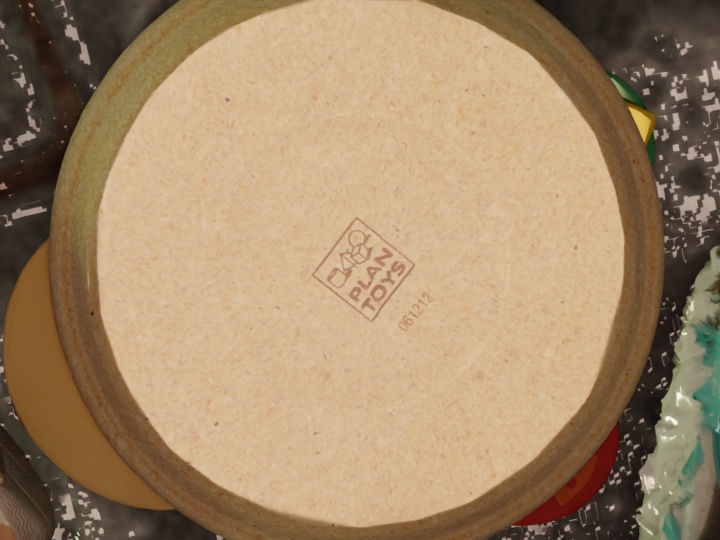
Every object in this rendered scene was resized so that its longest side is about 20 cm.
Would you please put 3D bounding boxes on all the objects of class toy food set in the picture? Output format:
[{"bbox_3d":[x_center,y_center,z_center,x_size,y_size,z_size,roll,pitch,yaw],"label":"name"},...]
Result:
[{"bbox_3d":[0.000,0.000,0.857,0.197,0.049,0.201,22,92,-5],"label":"toy food set"}]

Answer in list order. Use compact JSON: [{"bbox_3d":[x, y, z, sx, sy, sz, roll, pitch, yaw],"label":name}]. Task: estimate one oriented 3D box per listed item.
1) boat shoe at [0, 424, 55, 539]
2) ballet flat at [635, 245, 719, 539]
[{"bbox_3d":[-0.184,0.039,0.842,0.200,0.076,0.072,35,95,4],"label":"boat shoe"},{"bbox_3d":[0.112,0.086,0.835,0.071,0.072,0.201,16,68,-4],"label":"ballet flat"}]
